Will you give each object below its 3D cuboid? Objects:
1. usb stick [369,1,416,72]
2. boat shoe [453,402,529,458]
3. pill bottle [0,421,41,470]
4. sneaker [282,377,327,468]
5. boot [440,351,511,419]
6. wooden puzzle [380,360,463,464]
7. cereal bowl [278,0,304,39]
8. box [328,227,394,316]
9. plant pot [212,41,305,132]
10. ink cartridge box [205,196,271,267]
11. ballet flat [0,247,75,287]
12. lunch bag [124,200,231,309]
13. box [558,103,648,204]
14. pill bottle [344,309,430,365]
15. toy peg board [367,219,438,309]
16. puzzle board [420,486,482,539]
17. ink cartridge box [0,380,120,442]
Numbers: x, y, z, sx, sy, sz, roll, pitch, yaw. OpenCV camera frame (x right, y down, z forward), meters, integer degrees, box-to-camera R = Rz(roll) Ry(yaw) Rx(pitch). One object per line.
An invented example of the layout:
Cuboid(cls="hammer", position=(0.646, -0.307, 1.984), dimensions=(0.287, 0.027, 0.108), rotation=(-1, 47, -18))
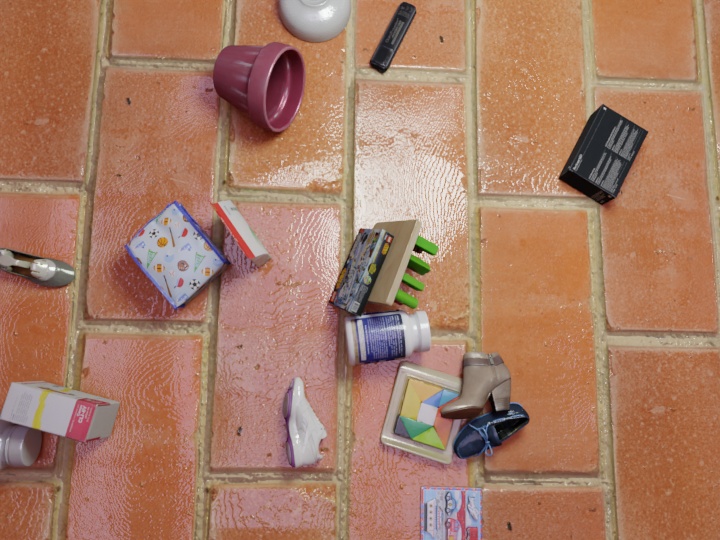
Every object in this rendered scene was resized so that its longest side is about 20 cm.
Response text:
Cuboid(cls="usb stick", position=(0.088, -0.620, 1.526), dimensions=(0.054, 0.033, 0.204), rotation=(25, 81, 8))
Cuboid(cls="boat shoe", position=(0.307, 0.377, 1.353), dimensions=(0.198, 0.069, 0.085), rotation=(-36, 108, -6))
Cuboid(cls="pill bottle", position=(-0.832, 0.388, 1.282), dimensions=(0.194, 0.114, 0.118), rotation=(2, 81, -3))
Cuboid(cls="sneaker", position=(-0.131, 0.354, 1.355), dimensions=(0.097, 0.075, 0.206), rotation=(-1, 81, -22))
Cuboid(cls="boot", position=(0.268, 0.268, 1.364), dimensions=(0.194, 0.071, 0.150), rotation=(0, 60, -16))
Cuboid(cls="wooden puzzle", position=(0.157, 0.339, 1.377), dimensions=(0.180, 0.037, 0.205), rotation=(16, 81, 0))
Cuboid(cls="cereal bowl", position=(-0.119, -0.712, 1.505), dimensions=(0.194, 0.083, 0.206), rotation=(1, 80, -4))
Cuboid(cls="box", position=(0.000, 0.000, 1.364), dimensions=(0.039, 0.136, 0.204), rotation=(25, 85, -24))
Cuboid(cls="plant pot", position=(-0.256, -0.466, 1.415), dimensions=(0.175, 0.200, 0.204), rotation=(21, 80, 16))
Cuboid(cls="ink cartridge box", position=(-0.281, -0.096, 1.341), dimensions=(0.050, 0.200, 0.162), rotation=(-35, 85, -8))
Cuboid(cls="ballet flat", position=(-0.787, -0.007, 1.371), dimensions=(0.194, 0.064, 0.069), rotation=(14, 81, -1))
Cuboid(cls="lunch bag", position=(-0.434, -0.039, 1.366), dimensions=(0.170, 0.124, 0.201), rotation=(-43, 93, -8))
Cuboid(cls="box", position=(0.623, -0.298, 1.479), dimensions=(0.139, 0.079, 0.203), rotation=(31, 81, -1))
Cuboid(cls="pill bottle", position=(0.062, 0.155, 1.361), dimensions=(0.194, 0.116, 0.119), rotation=(-7, 81, -3))
Cuboid(cls="toy peg board", position=(0.083, -0.004, 1.370), dimensions=(0.096, 0.198, 0.204), rotation=(26, 80, -25))
Cuboid(cls="puzzle board", position=(0.214, 0.617, 1.347), dimensions=(0.146, 0.017, 0.206), rotation=(2, 81, -3))
Cuboid(cls="ink cartridge box", position=(-0.667, 0.313, 1.286), dimensions=(0.195, 0.145, 0.086), rotation=(15, 80, 0))
